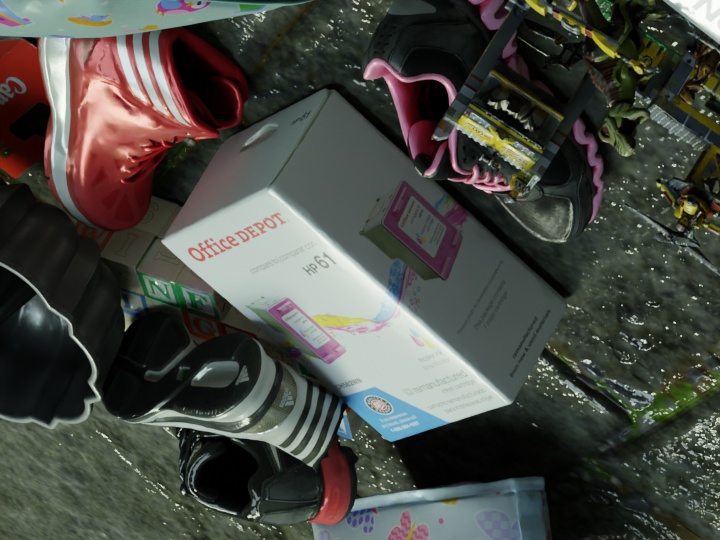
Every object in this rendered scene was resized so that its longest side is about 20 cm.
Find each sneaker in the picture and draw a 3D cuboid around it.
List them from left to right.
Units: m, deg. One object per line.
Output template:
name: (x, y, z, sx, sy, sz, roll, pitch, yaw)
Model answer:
sneaker: (-0.126, -0.078, 1.593, 0.115, 0.079, 0.200, 22, 151, 20)
sneaker: (-0.093, 0.108, 1.780, 0.200, 0.097, 0.071, 38, 126, 40)
sneaker: (-0.082, 0.088, 1.682, 0.115, 0.076, 0.200, 33, 167, -30)
sneaker: (0.059, -0.073, 1.404, 0.079, 0.096, 0.200, 2, 140, 40)

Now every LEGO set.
LEGO set: (0.125, -0.074, 1.281, 0.199, 0.116, 0.154, 34, 169, -9)

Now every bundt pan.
bundt pan: (-0.235, 0.008, 1.703, 0.201, 0.076, 0.202, 22, 146, 16)

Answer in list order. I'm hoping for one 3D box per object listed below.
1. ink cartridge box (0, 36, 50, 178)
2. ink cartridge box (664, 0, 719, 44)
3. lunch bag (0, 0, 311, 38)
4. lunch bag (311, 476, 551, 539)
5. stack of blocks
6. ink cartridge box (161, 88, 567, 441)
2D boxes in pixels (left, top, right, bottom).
ink cartridge box: (-0.279, -0.131, 1.691, 0.200, 0.057, 0.162, 44, 149, -12)
ink cartridge box: (0.242, -0.129, 1.162, 0.200, 0.075, 0.165, 36, 150, -8)
lunch bag: (-0.112, -0.181, 1.354, 0.170, 0.199, 0.123, -2, 93, 43)
lunch bag: (0.067, 0.226, 1.755, 0.126, 0.171, 0.200, -2, 171, -33)
stack of blocks: (-0.086, 0.025, 1.728, 0.199, 0.059, 0.115, 19, 148, 23)
ink cartridge box: (0.000, 0.000, 1.581, 0.200, 0.085, 0.144, 42, 150, -15)
